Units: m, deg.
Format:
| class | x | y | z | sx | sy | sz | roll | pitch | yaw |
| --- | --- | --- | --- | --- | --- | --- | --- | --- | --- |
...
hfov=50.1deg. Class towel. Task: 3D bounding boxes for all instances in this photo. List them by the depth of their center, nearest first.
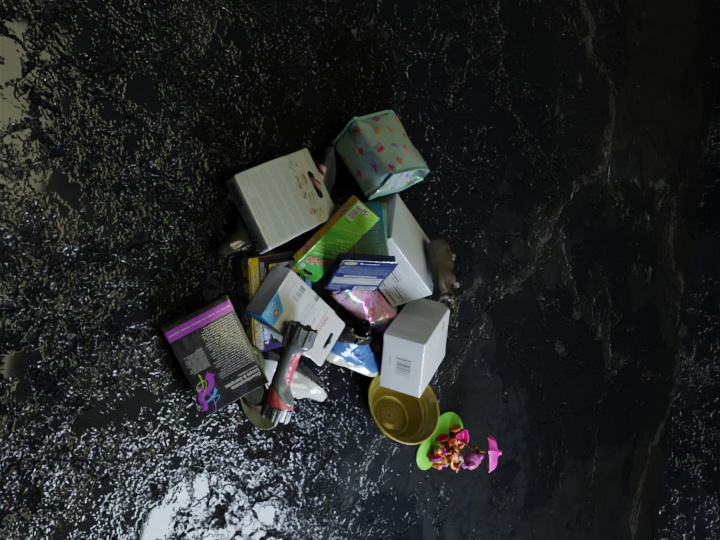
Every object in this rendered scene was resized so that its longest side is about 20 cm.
| class | x | y | z | sx | sy | sz | roll | pitch | yaw |
| --- | --- | --- | --- | --- | --- | --- | --- | --- | --- |
| towel | -0.036 | -0.072 | 1.684 | 0.022 | 0.197 | 0.149 | -14 | 100 | -80 |

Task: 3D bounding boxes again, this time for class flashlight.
| class | x | y | z | sx | sy | sz | roll | pitch | yaw |
| --- | --- | --- | --- | --- | --- | --- | --- | --- | --- |
| flashlight | -0.141 | 0.206 | 1.550 | 0.067 | 0.067 | 0.202 | 10 | 104 | -61 |

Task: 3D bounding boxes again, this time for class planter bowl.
| class | x | y | z | sx | sy | sz | roll | pitch | yaw |
| --- | --- | --- | --- | --- | --- | --- | --- | --- | --- |
| planter bowl | 0.089 | 0.344 | 1.891 | 0.198 | 0.084 | 0.203 | 16 | 52 | -22 |

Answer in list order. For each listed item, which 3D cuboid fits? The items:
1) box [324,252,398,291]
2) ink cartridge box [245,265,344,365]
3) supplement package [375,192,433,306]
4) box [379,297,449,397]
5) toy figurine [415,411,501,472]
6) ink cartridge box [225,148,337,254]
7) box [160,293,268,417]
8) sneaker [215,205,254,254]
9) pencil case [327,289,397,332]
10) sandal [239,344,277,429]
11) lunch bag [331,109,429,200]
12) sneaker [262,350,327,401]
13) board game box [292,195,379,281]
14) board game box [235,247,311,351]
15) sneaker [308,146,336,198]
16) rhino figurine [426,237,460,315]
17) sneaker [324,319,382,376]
| class | x | y | z | sx | sy | sz | roll | pitch | yaw |
| --- | --- | --- | --- | --- | --- | --- | --- | --- | --- |
| box | 0.000 | 0.000 | 1.621 | 0.119 | 0.200 | 0.033 | 3 | 73 | -13 |
| ink cartridge box | -0.133 | 0.098 | 1.608 | 0.200 | 0.066 | 0.117 | 47 | 65 | -36 |
| supplement package | 0.081 | -0.048 | 1.807 | 0.200 | 0.110 | 0.157 | 52 | 32 | -35 |
| box | 0.133 | 0.179 | 1.857 | 0.200 | 0.105 | 0.154 | -46 | 145 | -56 |
| toy figurine | 0.276 | 0.480 | 2.043 | 0.199 | 0.183 | 0.152 | -25 | 111 | -39 |
| ink cartridge box | -0.157 | -0.145 | 1.571 | 0.199 | 0.047 | 0.162 | -29 | 95 | -40 |
| box | -0.285 | 0.166 | 1.514 | 0.142 | 0.036 | 0.202 | -27 | 104 | -14 |
| sneaker | -0.233 | -0.107 | 1.573 | 0.200 | 0.075 | 0.091 | -49 | 115 | -37 |
| pencil case | 0.006 | 0.067 | 1.804 | 0.200 | 0.087 | 0.088 | 44 | 66 | -39 |
| sandal | -0.223 | 0.249 | 1.594 | 0.058 | 0.079 | 0.203 | -91 | 168 | -65 |
| lunch bag | 0.058 | -0.266 | 1.749 | 0.199 | 0.122 | 0.171 | -23 | 76 | -50 |
| sneaker | -0.159 | 0.243 | 1.679 | 0.199 | 0.075 | 0.088 | 31 | 97 | -28 |
| board game box | -0.056 | -0.064 | 1.630 | 0.200 | 0.030 | 0.095 | -47 | 144 | 7 |
| board game box | -0.181 | 0.061 | 1.643 | 0.164 | 0.056 | 0.203 | -10 | 102 | -41 |
| sneaker | -0.103 | -0.197 | 1.684 | 0.071 | 0.081 | 0.202 | 77 | 21 | -50 |
| rhino figurine | 0.194 | 0.014 | 1.793 | 0.087 | 0.059 | 0.202 | 43 | 35 | -56 |
| sneaker | 0.010 | 0.176 | 1.803 | 0.199 | 0.077 | 0.112 | 23 | 110 | -37 |
